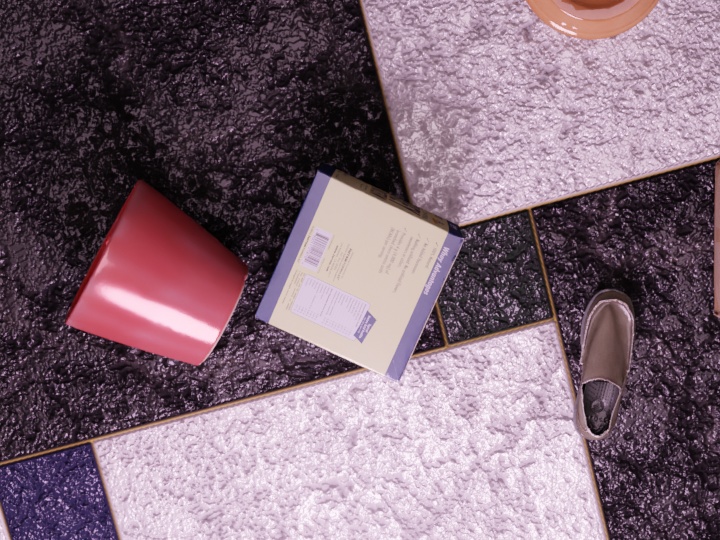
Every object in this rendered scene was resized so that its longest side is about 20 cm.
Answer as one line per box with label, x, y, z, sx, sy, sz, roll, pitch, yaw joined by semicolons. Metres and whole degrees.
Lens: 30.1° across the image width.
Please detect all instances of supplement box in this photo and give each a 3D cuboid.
supplement box;0.000;0.000;1.687;0.197;0.134;0.202;24;98;-2

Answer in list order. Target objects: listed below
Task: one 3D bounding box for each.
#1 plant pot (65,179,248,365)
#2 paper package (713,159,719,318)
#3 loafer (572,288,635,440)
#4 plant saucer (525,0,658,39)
plant pot;-0.247;0.015;1.678;0.176;0.201;0.202;28;98;-11
paper package;0.544;-0.041;1.682;0.187;0.104;0.204;-2;98;1
loafer;0.319;0.126;1.728;0.074;0.070;0.204;4;98;1
plant saucer;0.293;-0.391;1.672;0.196;0.037;0.204;0;98;2
